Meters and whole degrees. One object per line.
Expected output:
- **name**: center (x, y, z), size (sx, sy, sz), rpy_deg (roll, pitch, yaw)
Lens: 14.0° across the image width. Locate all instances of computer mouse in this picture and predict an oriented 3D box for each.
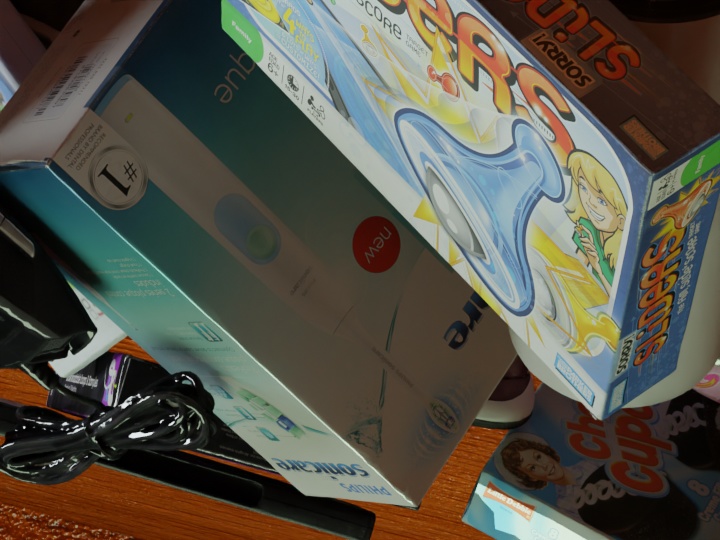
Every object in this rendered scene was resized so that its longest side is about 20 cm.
- **computer mouse**: center (-0.155, 0.010, 1.100), size (0.200, 0.046, 0.140), rpy_deg (36, 146, -25)

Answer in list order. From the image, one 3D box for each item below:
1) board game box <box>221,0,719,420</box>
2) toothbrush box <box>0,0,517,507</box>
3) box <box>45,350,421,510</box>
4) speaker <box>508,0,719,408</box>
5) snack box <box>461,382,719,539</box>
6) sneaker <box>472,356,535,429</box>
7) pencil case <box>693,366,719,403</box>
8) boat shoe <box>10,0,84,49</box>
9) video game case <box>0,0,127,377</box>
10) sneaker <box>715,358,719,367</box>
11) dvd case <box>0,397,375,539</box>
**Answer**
- **board game box**: center (0.030, -0.063, 0.917), size (0.200, 0.034, 0.135), rpy_deg (46, 155, 25)
- **toothbrush box**: center (-0.026, -0.028, 1.105), size (0.200, 0.146, 0.085), rpy_deg (45, 158, -24)
- **box**: center (-0.060, 0.070, 1.339), size (0.143, 0.036, 0.200), rpy_deg (16, 177, -13)
- **speaker**: center (0.090, -0.042, 0.970), size (0.081, 0.081, 0.200), rpy_deg (15, 143, 13)
- **snack box**: center (0.138, 0.078, 1.365), size (0.116, 0.200, 0.037), rpy_deg (27, 128, 9)
- **sneaker**: center (0.000, 0.000, 1.271), size (0.200, 0.116, 0.076), rpy_deg (11, -179, -41)
- **pencil case**: center (0.139, 0.007, 1.294), size (0.087, 0.088, 0.200), rpy_deg (6, 165, 45)
- **boat shoe**: center (-0.131, -0.112, 1.194), size (0.200, 0.057, 0.067), rpy_deg (34, 153, 30)
- **video game case**: center (-0.154, -0.054, 1.211), size (0.200, 0.022, 0.182), rpy_deg (53, 156, -2)
- **sneaker**: center (0.135, -0.018, 1.165), size (0.076, 0.092, 0.200), rpy_deg (8, 165, 36)
- **dvd case**: center (-0.097, 0.089, 1.371), size (0.200, 0.018, 0.143), rpy_deg (17, 175, -7)
